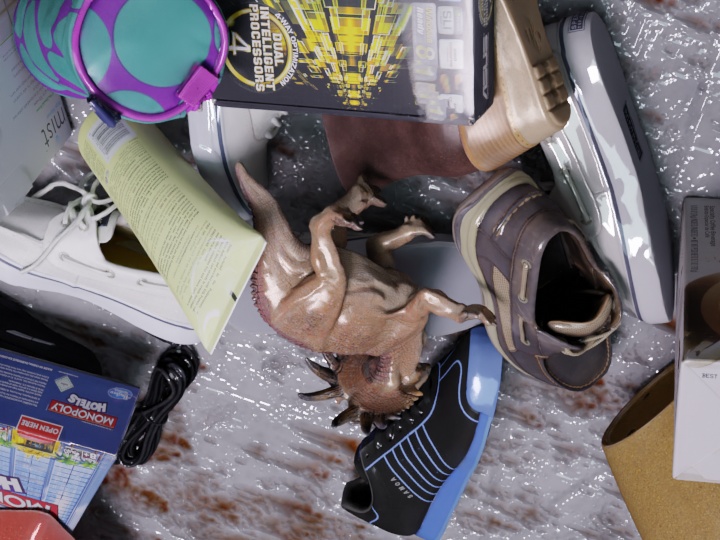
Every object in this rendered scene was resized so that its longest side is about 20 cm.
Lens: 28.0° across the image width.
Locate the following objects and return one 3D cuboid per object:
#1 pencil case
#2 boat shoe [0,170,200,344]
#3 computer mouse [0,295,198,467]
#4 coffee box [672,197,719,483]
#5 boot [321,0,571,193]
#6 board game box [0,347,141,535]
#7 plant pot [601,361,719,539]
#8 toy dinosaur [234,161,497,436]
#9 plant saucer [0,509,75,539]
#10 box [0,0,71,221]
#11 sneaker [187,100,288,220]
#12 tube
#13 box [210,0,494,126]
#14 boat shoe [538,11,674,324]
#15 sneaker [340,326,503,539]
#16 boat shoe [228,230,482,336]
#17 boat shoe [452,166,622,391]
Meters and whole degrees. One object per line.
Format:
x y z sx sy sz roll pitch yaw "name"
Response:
-0.142 -0.131 0.823 0.085 0.200 0.093 -41 113 -10 "pencil case"
-0.178 -0.023 0.965 0.201 0.075 0.086 25 129 -6 "boat shoe"
-0.218 0.063 1.047 0.199 0.046 0.141 34 123 -8 "computer mouse"
0.239 0.037 0.834 0.112 0.200 0.080 4 118 12 "coffee box"
0.027 -0.150 0.846 0.165 0.072 0.202 -12 94 40 "boot"
-0.267 0.135 1.057 0.198 0.062 0.201 15 141 0 "board game box"
0.256 0.155 0.930 0.200 0.186 0.186 47 120 -2 "plant pot"
-0.013 0.026 0.868 0.199 0.086 0.136 33 113 -23 "toy dinosaur"
-0.281 0.253 1.131 0.198 0.037 0.200 -3 139 25 "plant saucer"
-0.269 -0.112 0.862 0.096 0.200 0.178 -4 121 16 "box"
-0.067 -0.116 0.884 0.070 0.073 0.201 3 128 10 "sneaker"
-0.116 -0.036 0.883 0.052 0.200 0.058 -27 133 -15 "tube"
-0.009 -0.183 0.767 0.160 0.049 0.202 7 115 19 "box"
0.141 -0.055 0.880 0.065 0.072 0.201 -12 116 24 "boat shoe"
0.042 0.113 0.999 0.077 0.070 0.201 15 127 -4 "sneaker"
0.000 0.000 0.944 0.198 0.070 0.071 -4 121 -14 "boat shoe"
0.117 0.023 0.880 0.074 0.073 0.200 -44 138 -5 "boat shoe"
